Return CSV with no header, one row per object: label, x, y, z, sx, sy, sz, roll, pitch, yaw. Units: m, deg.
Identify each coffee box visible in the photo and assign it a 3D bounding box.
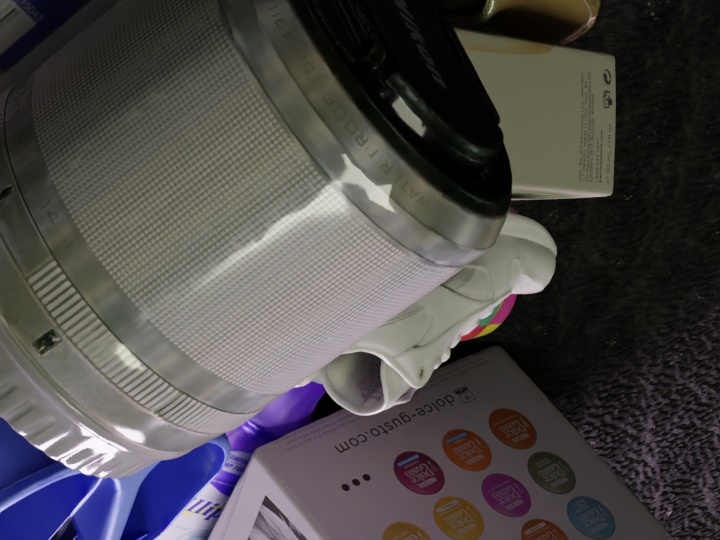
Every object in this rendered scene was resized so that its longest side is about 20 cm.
coffee box,0.037,0.200,1.386,0.199,0.198,0.200,-21,151,-41

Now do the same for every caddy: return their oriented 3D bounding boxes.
caddy,-0.144,0.102,1.136,0.141,0.105,0.200,-12,158,-33

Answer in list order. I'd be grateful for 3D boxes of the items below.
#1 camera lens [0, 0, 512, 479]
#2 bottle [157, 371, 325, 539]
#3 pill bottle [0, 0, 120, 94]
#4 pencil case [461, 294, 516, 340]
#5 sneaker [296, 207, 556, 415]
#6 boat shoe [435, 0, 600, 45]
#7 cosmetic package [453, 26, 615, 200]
camera lens,-0.054,-0.032,0.947,0.200,0.160,0.160,-36,140,20
bottle,-0.084,0.095,1.358,0.083,0.065,0.200,21,127,-40
pill bottle,-0.092,-0.161,0.995,0.200,0.120,0.120,-36,140,20
pencil case,0.000,0.000,1.214,0.088,0.088,0.200,-45,162,29
sneaker,0.017,0.014,1.115,0.075,0.100,0.200,-1,179,41
boat shoe,0.044,-0.137,1.121,0.200,0.076,0.072,19,126,-41
cosmetic package,0.024,-0.072,1.117,0.105,0.071,0.200,0,179,34
